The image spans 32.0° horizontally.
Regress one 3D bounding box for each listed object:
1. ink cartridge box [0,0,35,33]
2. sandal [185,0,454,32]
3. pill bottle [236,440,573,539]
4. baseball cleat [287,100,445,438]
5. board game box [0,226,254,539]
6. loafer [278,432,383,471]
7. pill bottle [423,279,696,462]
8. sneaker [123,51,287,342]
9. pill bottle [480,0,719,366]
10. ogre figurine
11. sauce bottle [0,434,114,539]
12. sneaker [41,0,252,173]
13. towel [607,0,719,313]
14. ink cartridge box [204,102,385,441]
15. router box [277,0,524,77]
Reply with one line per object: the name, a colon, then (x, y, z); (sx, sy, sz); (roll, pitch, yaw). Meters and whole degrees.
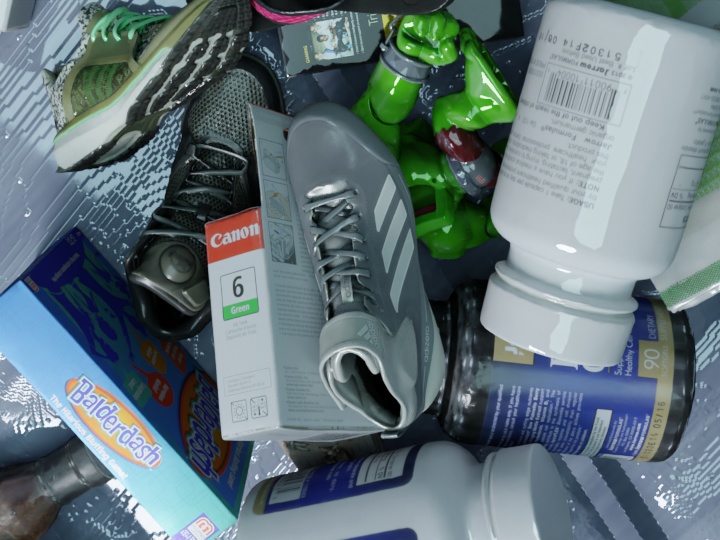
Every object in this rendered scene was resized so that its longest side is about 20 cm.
ink cartridge box: (-0.259, -0.226, 0.796); (0.115, 0.067, 0.201); (17, 103, -5)
sandal: (-0.033, -0.180, 0.743); (0.199, 0.045, 0.075); (5, 109, 34)
pill bottle: (0.031, 0.177, 0.822); (0.199, 0.120, 0.120); (-15, 104, 21)
baseball cleat: (0.000, 0.000, 0.738); (0.070, 0.106, 0.201); (-19, 100, 23)
board game box: (-0.153, 0.074, 0.829); (0.045, 0.152, 0.200); (-38, 102, 9)
loafer: (-0.037, 0.089, 0.874); (0.072, 0.063, 0.201); (-22, 107, 3)
pill bottle: (0.114, 0.065, 0.847); (0.199, 0.112, 0.112); (6, 104, -2)
sneaker: (-0.099, -0.042, 0.821); (0.076, 0.114, 0.200); (20, 102, -7)
pill bottle: (0.139, -0.052, 0.739); (0.114, 0.114, 0.201); (14, 102, -3)
ogre figurine: (0.059, -0.076, 0.812); (0.120, 0.200, 0.098); (-34, 60, 18)
sauce bottle: (-0.267, 0.181, 0.902); (0.200, 0.066, 0.066); (-30, 102, 6)
sneaker: (-0.149, -0.136, 0.787); (0.200, 0.077, 0.089); (-32, 86, 40)
towel: (0.209, -0.090, 0.785); (0.149, 0.031, 0.201); (-33, 78, 43)
ink cartridge box: (-0.043, 0.005, 0.791); (0.050, 0.109, 0.201); (-16, 74, 34)
router box: (0.012, -0.236, 0.801); (0.157, 0.052, 0.201); (-9, 104, 3)
